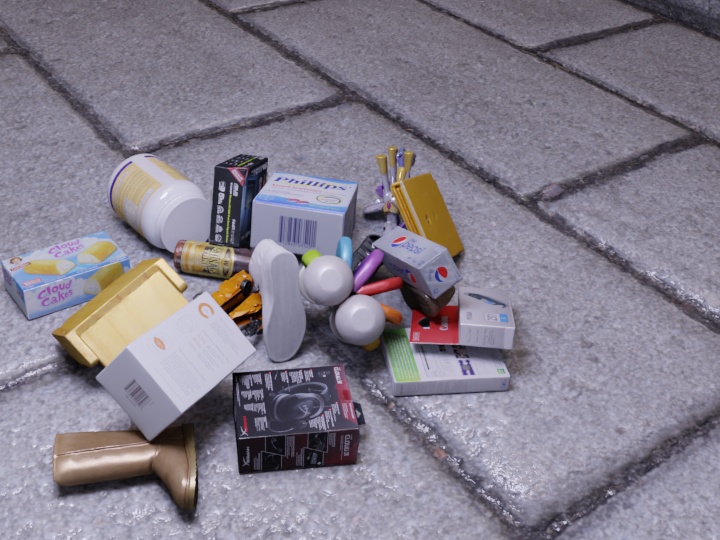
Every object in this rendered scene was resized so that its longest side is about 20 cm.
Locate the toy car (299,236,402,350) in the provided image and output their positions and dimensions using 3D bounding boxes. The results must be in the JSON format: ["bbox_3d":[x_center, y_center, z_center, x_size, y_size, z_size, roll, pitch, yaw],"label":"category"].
[{"bbox_3d":[-0.008,0.030,1.554,0.150,0.200,0.175,-40,3,-7],"label":"toy car"}]

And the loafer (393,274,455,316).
[{"bbox_3d":[0.117,0.031,1.667,0.067,0.076,0.200,-27,23,-9],"label":"loafer"}]

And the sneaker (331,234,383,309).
[{"bbox_3d":[0.000,0.000,1.703,0.071,0.099,0.200,34,36,-5],"label":"sneaker"}]

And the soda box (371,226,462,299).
[{"bbox_3d":[0.097,-0.017,1.605,0.063,0.068,0.200,-36,24,-11],"label":"soda box"}]

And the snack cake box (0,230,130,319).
[{"bbox_3d":[-0.536,0.005,1.674,0.200,0.067,0.115,-21,43,-32],"label":"snack cake box"}]

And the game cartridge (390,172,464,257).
[{"bbox_3d":[0.133,-0.099,1.778,0.032,0.176,0.200,-22,1,22],"label":"game cartridge"}]

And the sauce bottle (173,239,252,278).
[{"bbox_3d":[-0.252,-0.018,1.735,0.200,0.066,0.066,6,35,9],"label":"sauce bottle"}]

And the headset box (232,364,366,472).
[{"bbox_3d":[-0.093,0.224,1.405,0.200,0.077,0.149,-3,36,-12],"label":"headset box"}]

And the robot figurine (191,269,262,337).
[{"bbox_3d":[-0.224,0.074,1.619,0.145,0.058,0.200,20,37,21],"label":"robot figurine"}]

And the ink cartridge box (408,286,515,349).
[{"bbox_3d":[0.177,0.080,1.610,0.176,0.045,0.200,3,17,4],"label":"ink cartridge box"}]

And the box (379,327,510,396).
[{"bbox_3d":[0.141,0.152,1.571,0.200,0.036,0.144,0,35,-10],"label":"box"}]

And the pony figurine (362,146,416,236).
[{"bbox_3d":[0.073,-0.150,1.890,0.166,0.200,0.193,6,19,14],"label":"pony figurine"}]

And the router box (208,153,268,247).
[{"bbox_3d":[-0.237,-0.141,1.792,0.062,0.150,0.200,9,15,6],"label":"router box"}]

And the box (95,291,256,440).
[{"bbox_3d":[-0.272,0.139,1.370,0.124,0.097,0.200,50,35,0],"label":"box"}]

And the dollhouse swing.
[{"bbox_3d":[-0.367,0.108,1.527,0.200,0.176,0.182,-43,17,-22],"label":"dollhouse swing"}]

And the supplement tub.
[{"bbox_3d":[-0.395,-0.131,1.817,0.145,0.146,0.200,-24,44,-35],"label":"supplement tub"}]

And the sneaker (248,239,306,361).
[{"bbox_3d":[-0.145,0.046,1.569,0.074,0.200,0.116,-5,20,-23],"label":"sneaker"}]

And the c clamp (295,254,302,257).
[{"bbox_3d":[-0.111,-0.017,1.789,0.200,0.027,0.171,14,37,11],"label":"c clamp"}]

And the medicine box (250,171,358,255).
[{"bbox_3d":[-0.109,-0.113,1.835,0.182,0.103,0.200,8,24,4],"label":"medicine box"}]

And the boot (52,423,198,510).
[{"bbox_3d":[-0.334,0.287,1.304,0.200,0.066,0.175,-3,23,-12],"label":"boot"}]
